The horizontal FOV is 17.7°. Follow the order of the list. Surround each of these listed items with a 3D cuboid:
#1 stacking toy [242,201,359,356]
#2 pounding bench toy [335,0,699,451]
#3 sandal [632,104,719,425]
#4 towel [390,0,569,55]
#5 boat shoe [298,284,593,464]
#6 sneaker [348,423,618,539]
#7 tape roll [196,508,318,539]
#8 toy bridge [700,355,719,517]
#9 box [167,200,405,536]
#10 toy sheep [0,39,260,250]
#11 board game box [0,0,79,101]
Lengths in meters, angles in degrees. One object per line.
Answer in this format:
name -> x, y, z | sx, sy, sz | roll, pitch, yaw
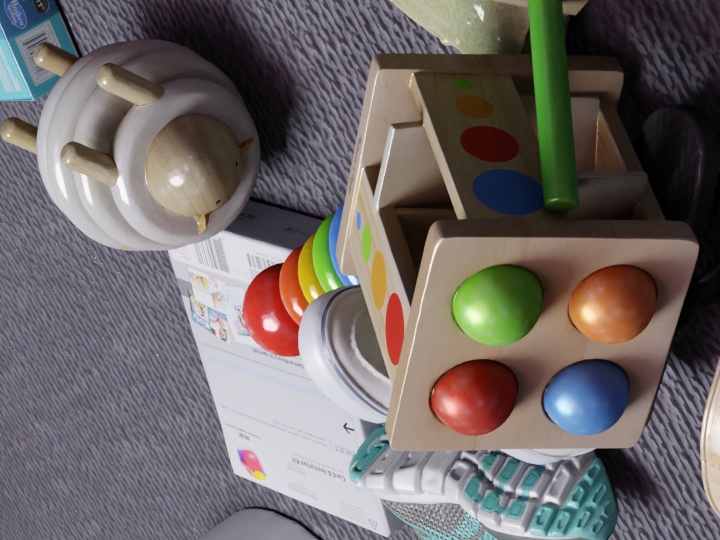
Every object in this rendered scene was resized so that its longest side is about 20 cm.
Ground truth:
stacking toy -> 0.000, 0.000, 1.265 | 0.086, 0.085, 0.200 | 57, 139, 0
pounding bench toy -> 0.076, -0.033, 1.051 | 0.157, 0.123, 0.201 | -107, 22, -49
sandal -> 0.150, -0.005, 1.114 | 0.201, 0.048, 0.076 | 99, 161, -47
towel -> 0.051, -0.188, 1.106 | 0.148, 0.036, 0.201 | 39, 144, 28
boat shoe -> 0.066, 0.052, 1.183 | 0.201, 0.075, 0.086 | 25, 153, -35
sneaker -> 0.083, 0.136, 1.327 | 0.199, 0.078, 0.091 | 11, 142, 53
tape roll -> -0.056, 0.270, 1.615 | 0.202, 0.071, 0.204 | 33, 141, 32
toy bridge -> 0.192, 0.076, 1.114 | 0.027, 0.067, 0.201 | 25, 136, 40
box -> -0.043, 0.055, 1.439 | 0.155, 0.041, 0.201 | 16, 129, 46
toy sheep -> -0.132, -0.076, 1.365 | 0.200, 0.137, 0.139 | 30, 141, 56
board game box -> -0.279, -0.188, 1.541 | 0.199, 0.047, 0.152 | 3, 120, 53
